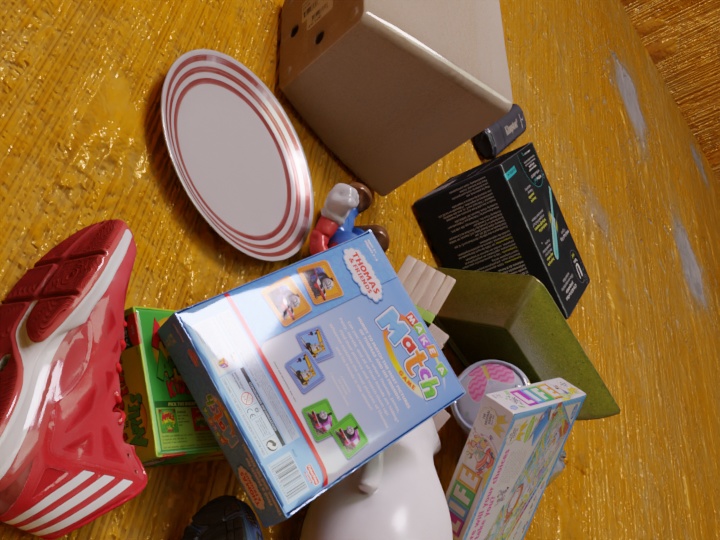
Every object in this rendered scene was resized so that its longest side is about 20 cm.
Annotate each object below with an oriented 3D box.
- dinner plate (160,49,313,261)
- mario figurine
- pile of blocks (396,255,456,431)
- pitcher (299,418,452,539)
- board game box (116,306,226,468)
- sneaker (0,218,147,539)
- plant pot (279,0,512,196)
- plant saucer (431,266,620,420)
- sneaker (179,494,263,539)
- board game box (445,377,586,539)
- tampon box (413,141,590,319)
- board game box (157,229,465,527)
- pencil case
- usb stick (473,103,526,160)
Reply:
[{"bbox_3d":[-0.111,-0.101,0.814,0.200,0.024,0.202,35,45,-43],"label":"dinner plate"},{"bbox_3d":[0.000,0.000,0.840,0.123,0.106,0.201,30,36,-13],"label":"mario figurine"},{"bbox_3d":[0.051,0.090,0.933,0.062,0.081,0.202,106,-10,-67],"label":"pile of blocks"},{"bbox_3d":[0.014,0.176,0.724,0.201,0.120,0.173,-76,160,-51],"label":"pitcher"},{"bbox_3d":[-0.103,0.088,0.681,0.199,0.047,0.103,10,62,-56],"label":"board game box"},{"bbox_3d":[-0.175,0.072,0.570,0.116,0.078,0.201,54,44,-37],"label":"sneaker"},{"bbox_3d":[0.022,-0.235,0.962,0.176,0.199,0.202,24,51,-35],"label":"plant pot"},{"bbox_3d":[0.164,0.090,1.009,0.048,0.199,0.200,-45,114,-22],"label":"plant saucer"},{"bbox_3d":[-0.075,0.253,0.614,0.078,0.075,0.202,-1,80,-67],"label":"sneaker"},{"bbox_3d":[0.132,0.203,0.854,0.134,0.034,0.202,-2,117,-49],"label":"board game box"},{"bbox_3d":[0.183,-0.034,1.138,0.202,0.125,0.150,65,30,-6],"label":"tampon box"},{"bbox_3d":[-0.027,0.068,0.657,0.199,0.037,0.152,-24,81,-43],"label":"board game box"},{"bbox_3d":[0.160,0.171,0.965,0.084,0.090,0.200,-63,146,-20],"label":"pencil case"},{"bbox_3d":[0.219,-0.219,1.406,0.056,0.032,0.200,63,30,-8],"label":"usb stick"}]
